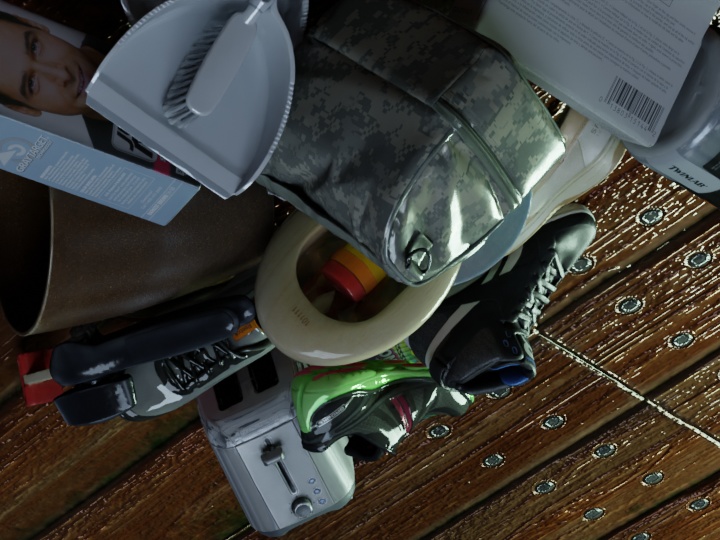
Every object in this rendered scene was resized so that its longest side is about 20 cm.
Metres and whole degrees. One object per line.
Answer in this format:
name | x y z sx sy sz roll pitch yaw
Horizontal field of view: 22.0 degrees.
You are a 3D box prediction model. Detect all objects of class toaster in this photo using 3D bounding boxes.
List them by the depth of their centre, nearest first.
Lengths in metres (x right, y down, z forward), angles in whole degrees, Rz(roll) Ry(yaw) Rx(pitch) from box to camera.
toaster | -0.083 0.131 1.676 0.113 0.201 0.130 -23 124 2

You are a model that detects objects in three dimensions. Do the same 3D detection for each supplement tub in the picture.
supplement tub | 0.314 -0.106 1.495 0.199 0.123 0.122 26 129 -32

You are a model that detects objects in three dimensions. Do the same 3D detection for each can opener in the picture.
can opener | -0.167 0.059 1.470 0.199 0.063 0.079 -23 107 25

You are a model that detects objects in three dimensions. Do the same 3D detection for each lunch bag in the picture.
lunch bag | 0.023 -0.095 1.348 0.168 0.200 0.140 -47 139 -8

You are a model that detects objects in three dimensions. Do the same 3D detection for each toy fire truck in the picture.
toy fire truck | -0.215 0.079 1.629 0.140 0.049 0.200 -9 176 -26

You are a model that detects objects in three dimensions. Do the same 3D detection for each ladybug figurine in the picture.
ladybug figurine | 0.000 0.000 1.464 0.200 0.136 0.072 -39 168 -22

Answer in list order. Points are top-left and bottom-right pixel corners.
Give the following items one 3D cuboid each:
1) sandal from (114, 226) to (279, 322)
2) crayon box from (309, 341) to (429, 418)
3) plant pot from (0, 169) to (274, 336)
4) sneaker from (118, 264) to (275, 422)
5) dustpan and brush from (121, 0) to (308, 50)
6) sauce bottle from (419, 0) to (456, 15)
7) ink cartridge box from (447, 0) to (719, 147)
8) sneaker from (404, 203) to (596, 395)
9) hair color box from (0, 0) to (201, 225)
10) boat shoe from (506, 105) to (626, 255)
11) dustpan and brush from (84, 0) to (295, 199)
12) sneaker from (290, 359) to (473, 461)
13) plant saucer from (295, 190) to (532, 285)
sandal | -0.130 -0.010 1.569 0.198 0.081 0.054 -8 151 -9
crayon box | 0.016 0.065 1.694 0.118 0.059 0.200 -19 138 12
plant pot | -0.175 -0.047 1.462 0.198 0.188 0.188 -2 141 -25
sneaker | -0.121 0.055 1.516 0.199 0.079 0.074 -35 103 -3
dustpan and brush | -0.093 -0.162 1.400 0.138 0.058 0.201 -13 139 6
sauce bottle | 0.136 -0.181 1.427 0.199 0.065 0.065 25 130 -35
ink cartridge box | 0.180 -0.214 1.378 0.199 0.045 0.177 28 89 -34
sneaker | 0.143 0.037 1.602 0.199 0.112 0.073 -36 140 0
hair color box | -0.212 -0.116 1.329 0.199 0.100 0.061 19 142 -26
boat shoe | 0.137 -0.077 1.550 0.069 0.074 0.200 39 128 -13
dustpan and brush | -0.087 -0.170 1.312 0.139 0.201 0.057 34 166 -20
sneaker | 0.016 0.123 1.618 0.199 0.085 0.076 -1 -174 -40
plant saucer | 0.042 -0.079 1.518 0.199 0.039 0.203 3 121 5
